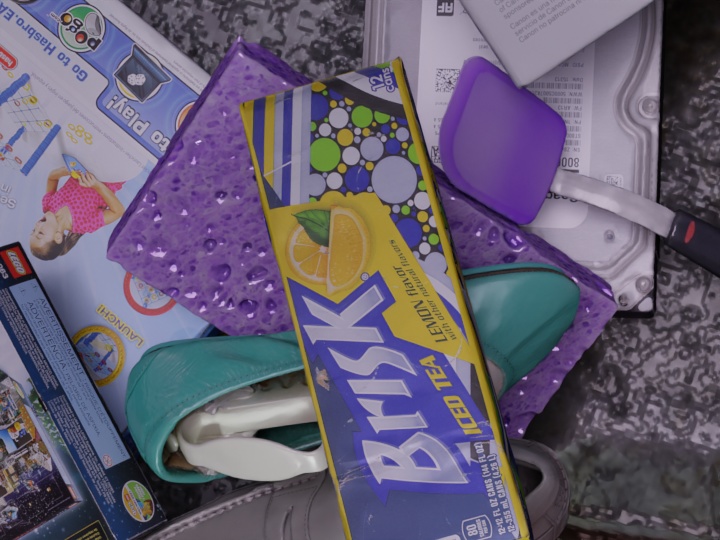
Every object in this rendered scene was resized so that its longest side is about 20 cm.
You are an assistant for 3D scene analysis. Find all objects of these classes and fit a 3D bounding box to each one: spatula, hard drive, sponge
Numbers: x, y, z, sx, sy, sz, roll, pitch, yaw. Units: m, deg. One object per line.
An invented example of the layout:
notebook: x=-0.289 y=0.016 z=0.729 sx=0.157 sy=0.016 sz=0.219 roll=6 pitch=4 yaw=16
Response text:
spatula: x=0.119 y=-0.025 z=1.037 sx=0.199 sy=0.021 sz=0.057 roll=26 pitch=74 yaw=-15
hard drive: x=0.069 y=-0.081 z=1.085 sx=0.139 sy=0.038 sz=0.201 roll=3 pitch=85 yaw=9
sponge: x=0.000 y=0.000 z=1.033 sx=0.200 sy=0.030 sz=0.112 roll=33 pitch=108 yaw=-10

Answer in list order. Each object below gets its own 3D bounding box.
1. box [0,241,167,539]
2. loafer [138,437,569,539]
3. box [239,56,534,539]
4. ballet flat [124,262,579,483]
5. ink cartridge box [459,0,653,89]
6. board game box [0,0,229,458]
box: x=-0.193 y=0.094 z=1.054 sx=0.200 sy=0.038 sz=0.137 roll=-31 pitch=86 yaw=32
loafer: x=-0.010 y=0.110 z=1.005 sx=0.199 sy=0.070 sz=0.070 roll=-18 pitch=73 yaw=2
box: x=0.011 y=0.025 z=0.936 sx=0.070 sy=0.064 sz=0.201 roll=-16 pitch=71 yaw=3
ballet flat: x=-0.001 y=0.053 z=0.996 sx=0.199 sy=0.067 sz=0.071 roll=-12 pitch=50 yaw=9
ink cartridge box: x=0.073 y=-0.202 z=1.001 sx=0.145 sy=0.083 sz=0.200 roll=-33 pitch=96 yaw=15
board game box: x=-0.142 y=-0.024 z=1.101 sx=0.200 sy=0.056 sz=0.196 roll=40 pitch=91 yaw=11
